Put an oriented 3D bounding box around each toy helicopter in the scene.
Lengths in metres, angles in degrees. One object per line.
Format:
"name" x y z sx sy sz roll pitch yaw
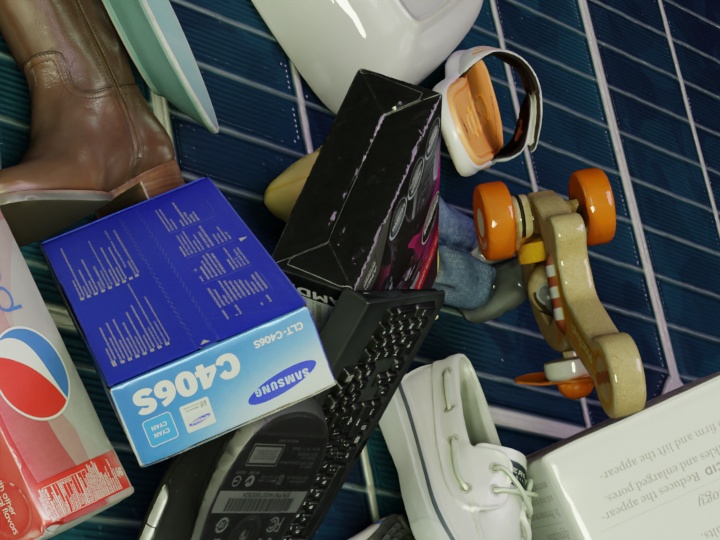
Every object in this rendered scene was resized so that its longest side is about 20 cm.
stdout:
"toy helicopter" 0.125 0.033 1.217 0.200 0.079 0.133 -114 -162 -62

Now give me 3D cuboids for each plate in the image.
"plate" -0.129 -0.161 1.136 0.200 0.026 0.201 -25 90 -89

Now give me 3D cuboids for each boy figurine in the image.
"boy figurine" 0.021 -0.033 1.274 0.200 0.064 0.125 26 51 -45

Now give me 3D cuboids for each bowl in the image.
"bowl" 0.002 -0.214 1.362 0.200 0.075 0.200 58 35 -9

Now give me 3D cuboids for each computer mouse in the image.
"computer mouse" -0.098 0.136 0.939 0.046 0.200 0.140 34 20 34

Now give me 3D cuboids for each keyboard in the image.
"keyboard" -0.023 0.098 1.021 0.104 0.200 0.040 -2 37 -49

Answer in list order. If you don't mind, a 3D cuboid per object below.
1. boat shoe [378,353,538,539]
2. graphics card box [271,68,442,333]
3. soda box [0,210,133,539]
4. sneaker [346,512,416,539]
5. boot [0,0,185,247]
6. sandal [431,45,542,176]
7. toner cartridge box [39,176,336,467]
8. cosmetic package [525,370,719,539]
"boat shoe" 0.063 0.122 1.159 0.074 0.067 0.200 44 15 -48
"graphics card box" 0.000 0.000 1.100 0.200 0.051 0.126 86 25 -61
"soda box" -0.186 0.032 0.955 0.063 0.070 0.200 -20 84 -56
"sneaker" 0.002 0.179 1.114 0.072 0.072 0.200 56 19 12
"boot" -0.177 -0.117 1.070 0.200 0.064 0.186 69 22 3
"sandal" 0.091 -0.105 1.365 0.207 0.059 0.079 -61 131 -74
"toner cartridge box" -0.086 0.018 0.980 0.200 0.095 0.043 -131 -161 -65
"cosmetic package" 0.200 0.173 1.222 0.165 0.165 0.200 -23 85 -11
